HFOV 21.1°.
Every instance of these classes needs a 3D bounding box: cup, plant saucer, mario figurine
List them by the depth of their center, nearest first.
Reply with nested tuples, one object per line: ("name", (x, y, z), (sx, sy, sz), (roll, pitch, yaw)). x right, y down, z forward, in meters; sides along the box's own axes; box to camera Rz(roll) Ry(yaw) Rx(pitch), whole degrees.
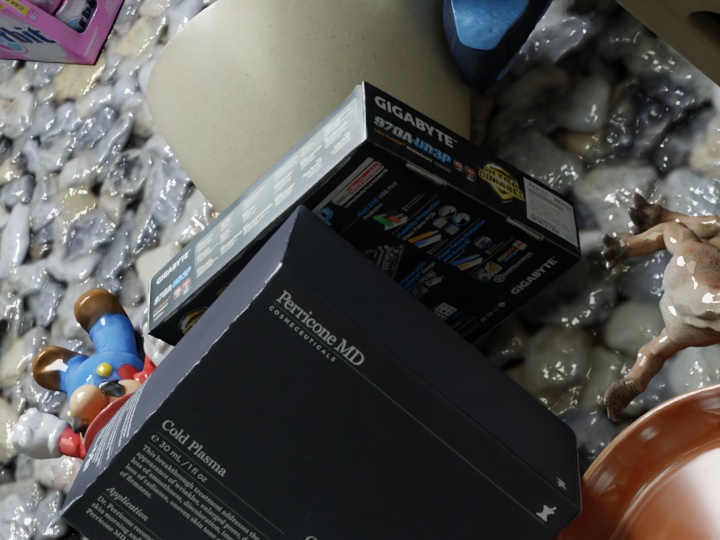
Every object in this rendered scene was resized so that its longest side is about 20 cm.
("plant saucer", (0.171, 0.151, 0.925), (0.200, 0.032, 0.201), (-27, 48, 34))
("cup", (-0.014, -0.074, 1.167), (0.200, 0.200, 0.143), (-34, 64, 28))
("mario figurine", (-0.174, 0.077, 1.287), (0.200, 0.106, 0.124), (-135, 45, -59))

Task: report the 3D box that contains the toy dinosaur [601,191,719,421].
("toy dinosaur", (0.195, 0.008, 0.940), (0.135, 0.086, 0.200), (-4, 22, 29))

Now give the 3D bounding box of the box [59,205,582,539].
("box", (-0.017, 0.105, 1.007), (0.182, 0.200, 0.104), (-47, 10, 17))

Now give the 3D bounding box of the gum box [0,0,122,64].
("gum box", (-0.299, -0.230, 1.619), (0.200, 0.113, 0.066), (10, 74, 50))

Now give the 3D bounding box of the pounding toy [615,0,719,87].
("pounding toy", (0.192, -0.207, 0.998), (0.142, 0.200, 0.184), (-5, 62, 46))

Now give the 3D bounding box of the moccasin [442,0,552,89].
("moccasin", (0.088, -0.192, 1.175), (0.080, 0.068, 0.200), (20, 52, 13))

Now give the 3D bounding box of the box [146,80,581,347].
("box", (0.000, 0.000, 1.088), (0.200, 0.159, 0.046), (-41, 37, 34))
